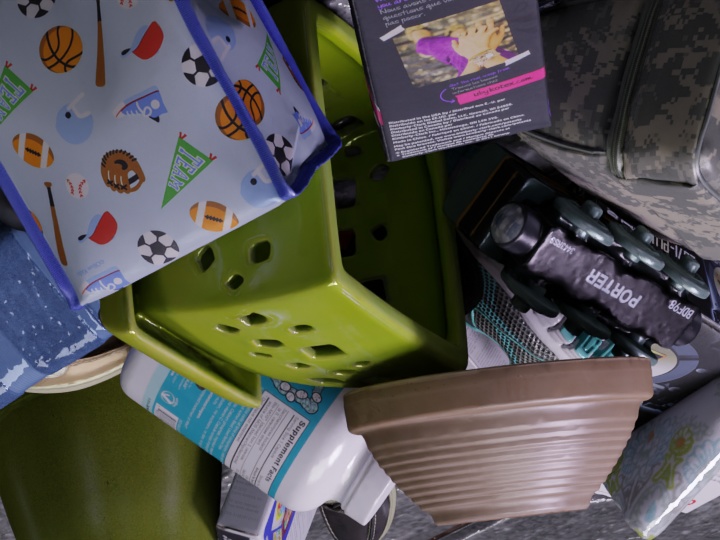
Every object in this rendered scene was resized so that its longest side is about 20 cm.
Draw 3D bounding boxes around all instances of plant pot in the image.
[{"bbox_3d":[-0.058,-0.028,1.589,0.180,0.202,0.199,-17,155,22],"label":"plant pot"},{"bbox_3d":[0.092,0.112,1.606,0.199,0.094,0.201,-7,173,-1],"label":"plant pot"},{"bbox_3d":[-0.186,0.173,1.905,0.199,0.194,0.201,-10,153,-5],"label":"plant pot"}]

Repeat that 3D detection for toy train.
[{"bbox_3d":[0.143,-0.011,1.638,0.199,0.114,0.085,26,106,-42],"label":"toy train"}]

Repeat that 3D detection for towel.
[{"bbox_3d":[-0.260,0.039,1.711,0.199,0.049,0.112,-32,109,14],"label":"towel"},{"bbox_3d":[0.244,0.099,1.909,0.048,0.200,0.172,34,100,-19],"label":"towel"}]

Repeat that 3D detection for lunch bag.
[{"bbox_3d":[0.191,-0.097,1.618,0.167,0.140,0.200,5,165,32],"label":"lunch bag"},{"bbox_3d":[-0.134,-0.110,1.435,0.169,0.201,0.124,-28,-169,22],"label":"lunch bag"}]

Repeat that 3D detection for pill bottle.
[{"bbox_3d":[-0.059,0.091,1.734,0.199,0.111,0.111,34,147,5],"label":"pill bottle"}]

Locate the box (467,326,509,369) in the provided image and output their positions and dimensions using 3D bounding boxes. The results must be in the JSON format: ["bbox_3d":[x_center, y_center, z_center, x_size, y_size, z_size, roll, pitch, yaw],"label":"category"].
[{"bbox_3d":[0.039,0.074,1.836,0.144,0.036,0.200,-22,114,45],"label":"box"}]

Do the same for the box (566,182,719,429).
[{"bbox_3d":[0.168,0.037,1.861,0.163,0.087,0.200,30,134,-25],"label":"box"}]

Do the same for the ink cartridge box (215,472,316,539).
[{"bbox_3d":[-0.057,0.152,1.957,0.047,0.201,0.198,14,153,10],"label":"ink cartridge box"}]

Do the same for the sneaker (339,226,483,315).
[{"bbox_3d":[0.000,0.000,1.732,0.199,0.074,0.087,12,157,25],"label":"sneaker"}]

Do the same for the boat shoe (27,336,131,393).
[{"bbox_3d":[-0.240,0.047,1.775,0.198,0.075,0.066,-12,158,-2],"label":"boat shoe"}]

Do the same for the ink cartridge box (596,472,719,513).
[{"bbox_3d":[0.299,0.121,2.126,0.199,0.085,0.144,-33,146,34],"label":"ink cartridge box"}]

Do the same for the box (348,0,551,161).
[{"bbox_3d":[0.044,-0.169,1.439,0.105,0.123,0.200,-12,152,1],"label":"box"}]

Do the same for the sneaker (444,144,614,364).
[{"bbox_3d":[0.090,0.002,1.742,0.091,0.201,0.078,-26,-166,42],"label":"sneaker"}]

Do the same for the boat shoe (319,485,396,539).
[{"bbox_3d":[-0.018,0.146,1.869,0.071,0.066,0.202,20,139,22],"label":"boat shoe"}]

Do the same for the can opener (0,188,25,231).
[{"bbox_3d":[-0.178,-0.040,1.630,0.199,0.078,0.064,27,89,-45],"label":"can opener"}]
